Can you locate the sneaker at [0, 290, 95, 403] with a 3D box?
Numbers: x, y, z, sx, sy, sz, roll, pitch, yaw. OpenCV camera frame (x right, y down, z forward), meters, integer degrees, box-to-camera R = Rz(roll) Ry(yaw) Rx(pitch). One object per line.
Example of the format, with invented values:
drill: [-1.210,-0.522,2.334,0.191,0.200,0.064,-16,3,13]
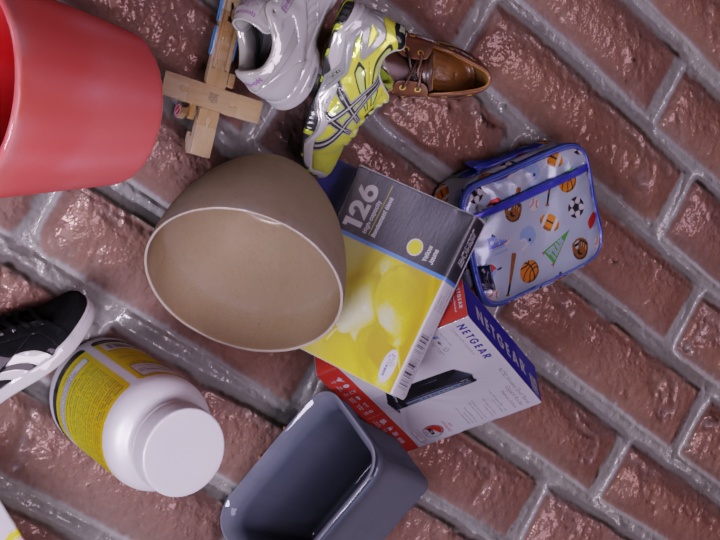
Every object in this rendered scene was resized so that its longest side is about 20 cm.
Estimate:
sneaker: [-0.349,0.061,1.542,0.200,0.073,0.112,-40,123,-16]

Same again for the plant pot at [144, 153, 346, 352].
plant pot: [-0.100,-0.036,1.631,0.201,0.199,0.135,51,37,-32]

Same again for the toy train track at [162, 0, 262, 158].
toy train track: [-0.143,-0.212,1.631,0.114,0.032,0.203,15,87,-36]

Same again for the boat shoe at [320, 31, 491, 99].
boat shoe: [0.052,-0.217,1.735,0.198,0.067,0.073,4,101,-34]

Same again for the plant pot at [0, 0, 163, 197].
plant pot: [-0.285,-0.153,1.465,0.176,0.199,0.203,4,101,-45]

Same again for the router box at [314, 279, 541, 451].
router box: [0.073,0.106,1.761,0.178,0.049,0.200,-22,141,19]

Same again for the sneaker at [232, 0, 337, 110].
sneaker: [-0.072,-0.264,1.611,0.099,0.074,0.203,19,78,-52]

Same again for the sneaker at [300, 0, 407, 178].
sneaker: [-0.010,-0.171,1.661,0.076,0.076,0.201,16,129,-3]

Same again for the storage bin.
storage bin: [-0.034,0.241,1.765,0.200,0.146,0.134,-50,140,12]

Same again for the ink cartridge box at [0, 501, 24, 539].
ink cartridge box: [-0.388,0.289,1.572,0.145,0.087,0.202,-35,118,-20]

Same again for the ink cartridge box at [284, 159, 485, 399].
ink cartridge box: [0.000,0.000,1.683,0.199,0.198,0.047,-65,156,-2]

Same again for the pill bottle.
pill bottle: [-0.212,0.143,1.579,0.111,0.199,0.114,-10,109,-30]

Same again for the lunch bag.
lunch bag: [0.176,-0.058,1.860,0.198,0.075,0.162,-24,113,-28]
